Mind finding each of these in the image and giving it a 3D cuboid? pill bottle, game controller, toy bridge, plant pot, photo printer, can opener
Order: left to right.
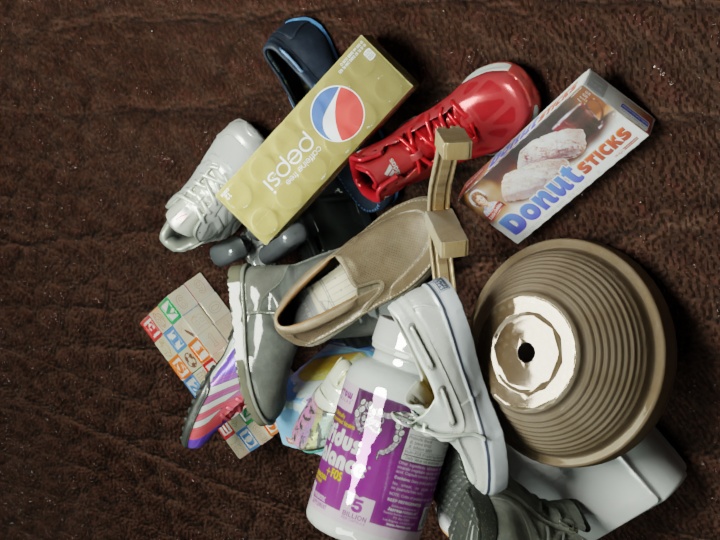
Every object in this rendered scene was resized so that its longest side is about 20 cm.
[{"bbox_3d":[-0.103,-0.027,1.632,0.053,0.066,0.200,65,158,1],"label":"can opener"},{"bbox_3d":[-0.013,-0.010,1.609,0.103,0.042,0.202,-8,113,32],"label":"game controller"},{"bbox_3d":[0.027,0.148,1.447,0.111,0.112,0.202,18,92,36],"label":"pill bottle"},{"bbox_3d":[0.075,-0.033,1.374,0.067,0.027,0.202,-113,19,-59],"label":"toy bridge"},{"bbox_3d":[0.166,0.071,1.365,0.199,0.092,0.204,-2,87,34],"label":"plant pot"},{"bbox_3d":[0.192,0.154,1.489,0.200,0.069,0.166,50,141,4],"label":"photo printer"}]

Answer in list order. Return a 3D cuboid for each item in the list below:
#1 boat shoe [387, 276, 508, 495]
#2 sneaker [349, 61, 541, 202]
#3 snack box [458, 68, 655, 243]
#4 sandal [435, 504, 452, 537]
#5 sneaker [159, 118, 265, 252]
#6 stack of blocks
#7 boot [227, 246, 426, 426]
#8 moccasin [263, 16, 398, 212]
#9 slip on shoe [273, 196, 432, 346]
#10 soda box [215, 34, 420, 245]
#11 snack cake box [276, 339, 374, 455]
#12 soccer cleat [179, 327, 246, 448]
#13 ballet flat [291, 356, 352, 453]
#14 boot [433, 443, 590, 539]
[{"bbox_3d":[0.065,0.113,1.351,0.075,0.085,0.204,-137,27,-65],"label":"boat shoe"},{"bbox_3d":[0.067,-0.107,1.383,0.079,0.115,0.200,54,142,-2],"label":"sneaker"},{"bbox_3d":[0.165,-0.094,1.351,0.072,0.024,0.200,34,142,-10],"label":"snack box"},{"bbox_3d":[0.106,0.239,1.537,0.079,0.206,0.060,29,107,12],"label":"sandal"},{"bbox_3d":[-0.154,-0.076,1.644,0.078,0.099,0.200,45,141,10],"label":"sneaker"},{"bbox_3d":[-0.155,0.106,1.814,0.201,0.058,0.115,53,141,1],"label":"stack of blocks"},{"bbox_3d":[-0.028,0.060,1.570,0.198,0.073,0.184,-6,101,12],"label":"boot"},{"bbox_3d":[-0.037,-0.139,1.503,0.080,0.068,0.201,-22,102,51],"label":"moccasin"},{"bbox_3d":[0.000,0.000,1.491,0.199,0.061,0.077,-34,71,12],"label":"slip on shoe"},{"bbox_3d":[-0.038,-0.118,1.430,0.068,0.064,0.200,43,102,0],"label":"soda box"},{"bbox_3d":[0.016,0.141,1.621,0.199,0.115,0.068,8,124,41],"label":"snack cake box"},{"bbox_3d":[-0.129,0.117,1.720,0.073,0.068,0.201,30,95,0],"label":"soccer cleat"},{"bbox_3d":[0.017,0.107,1.525,0.069,0.198,0.072,-118,6,-49],"label":"ballet flat"},{"bbox_3d":[0.139,0.211,1.455,0.129,0.201,0.068,15,121,-19],"label":"boot"}]
